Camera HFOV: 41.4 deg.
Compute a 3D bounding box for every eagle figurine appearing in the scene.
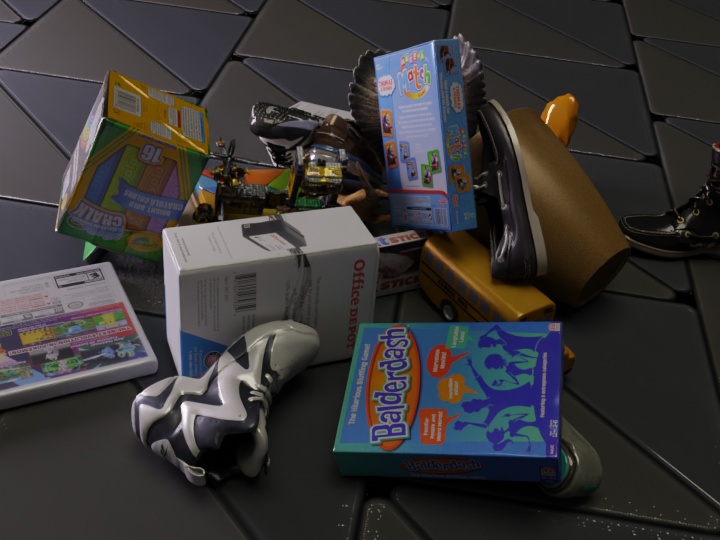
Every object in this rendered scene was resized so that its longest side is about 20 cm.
[{"bbox_3d":[0.086,-0.182,1.184,0.152,0.200,0.151,-41,54,-7],"label":"eagle figurine"}]

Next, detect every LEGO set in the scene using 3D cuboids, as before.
[{"bbox_3d":[-0.089,-0.073,1.086,0.200,0.116,0.154,9,54,-9],"label":"LEGO set"}]

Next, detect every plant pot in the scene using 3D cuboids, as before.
[{"bbox_3d":[0.213,-0.058,1.120,0.186,0.187,0.200,-26,60,-37],"label":"plant pot"}]

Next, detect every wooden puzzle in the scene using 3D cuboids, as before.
[{"bbox_3d":[-0.137,-0.083,1.201,0.200,0.037,0.185,-8,38,-19],"label":"wooden puzzle"}]

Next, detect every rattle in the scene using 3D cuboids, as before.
[{"bbox_3d":[0.188,-0.150,1.263,0.200,0.143,0.130,-1,54,-20],"label":"rattle"}]

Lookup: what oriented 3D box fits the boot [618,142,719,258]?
[{"bbox_3d":[0.433,-0.091,1.199,0.200,0.151,0.073,6,36,-1],"label":"boot"}]

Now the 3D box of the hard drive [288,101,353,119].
[{"bbox_3d":[-0.013,-0.202,1.372,0.200,0.026,0.132,15,23,12],"label":"hard drive"}]

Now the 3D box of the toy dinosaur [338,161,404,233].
[{"bbox_3d":[0.009,-0.082,1.174,0.106,0.061,0.200,16,-5,-17],"label":"toy dinosaur"}]

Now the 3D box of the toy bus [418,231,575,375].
[{"bbox_3d":[0.147,0.040,1.037,0.065,0.078,0.200,-18,42,-29],"label":"toy bus"}]

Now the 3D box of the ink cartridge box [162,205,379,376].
[{"bbox_3d":[-0.092,0.024,0.965,0.200,0.145,0.084,-8,36,-19],"label":"ink cartridge box"}]

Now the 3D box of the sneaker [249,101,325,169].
[{"bbox_3d":[-0.087,-0.162,1.188,0.074,0.080,0.200,23,10,14],"label":"sneaker"}]

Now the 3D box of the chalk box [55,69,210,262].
[{"bbox_3d":[-0.266,-0.098,1.084,0.124,0.200,0.125,18,31,-24],"label":"chalk box"}]

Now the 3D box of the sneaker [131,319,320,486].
[{"bbox_3d":[-0.096,0.130,0.876,0.199,0.080,0.130,-21,45,-33],"label":"sneaker"}]

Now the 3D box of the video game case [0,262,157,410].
[{"bbox_3d":[-0.331,0.066,0.978,0.200,0.023,0.182,-12,39,-25],"label":"video game case"}]

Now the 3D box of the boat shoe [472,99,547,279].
[{"bbox_3d":[0.146,-0.086,1.018,0.063,0.073,0.200,-14,79,1],"label":"boat shoe"}]

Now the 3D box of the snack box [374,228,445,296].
[{"bbox_3d":[0.000,0.000,1.075,0.200,0.072,0.024,-11,40,-23],"label":"snack box"}]

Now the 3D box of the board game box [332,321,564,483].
[{"bbox_3d":[0.086,0.118,0.883,0.200,0.045,0.152,-2,47,15],"label":"board game box"}]

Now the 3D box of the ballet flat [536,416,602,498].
[{"bbox_3d":[0.160,0.144,0.923,0.064,0.067,0.200,15,26,-38],"label":"ballet flat"}]

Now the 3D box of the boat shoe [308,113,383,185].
[{"bbox_3d":[-0.006,-0.156,1.224,0.072,0.073,0.200,17,3,13],"label":"boat shoe"}]

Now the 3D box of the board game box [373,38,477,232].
[{"bbox_3d":[0.070,-0.147,1.063,0.037,0.200,0.151,-11,9,-23],"label":"board game box"}]
